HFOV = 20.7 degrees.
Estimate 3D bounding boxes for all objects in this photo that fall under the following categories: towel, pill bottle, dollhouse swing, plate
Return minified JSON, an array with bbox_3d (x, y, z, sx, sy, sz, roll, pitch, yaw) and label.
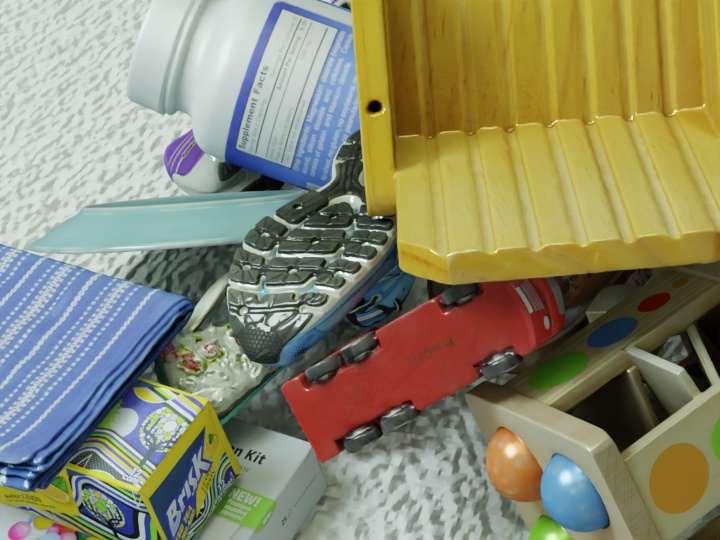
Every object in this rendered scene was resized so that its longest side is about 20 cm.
[{"bbox_3d":[-0.203,0.040,1.073,0.199,0.024,0.145,15,50,33],"label":"towel"},{"bbox_3d":[-0.035,-0.108,1.194,0.198,0.112,0.113,19,49,3],"label":"pill bottle"},{"bbox_3d":[0.095,-0.100,0.970,0.198,0.184,0.176,-4,8,3],"label":"dollhouse swing"},{"bbox_3d":[-0.098,-0.031,1.175,0.198,0.026,0.200,-4,5,0],"label":"plate"}]

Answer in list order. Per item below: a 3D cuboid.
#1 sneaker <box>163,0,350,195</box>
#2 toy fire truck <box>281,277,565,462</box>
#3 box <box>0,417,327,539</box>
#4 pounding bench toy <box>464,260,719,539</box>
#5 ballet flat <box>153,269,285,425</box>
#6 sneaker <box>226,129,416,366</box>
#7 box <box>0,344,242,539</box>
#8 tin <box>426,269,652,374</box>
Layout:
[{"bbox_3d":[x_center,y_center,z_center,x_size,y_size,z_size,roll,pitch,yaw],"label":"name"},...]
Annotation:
[{"bbox_3d":[-0.056,-0.124,1.310,0.083,0.081,0.200,22,55,40],"label":"sneaker"},{"bbox_3d":[0.032,0.044,1.024,0.199,0.049,0.141,-31,-2,31],"label":"toy fire truck"},{"bbox_3d":[-0.133,0.157,1.069,0.155,0.041,0.200,15,50,30],"label":"box"},{"bbox_3d":[0.133,0.084,1.001,0.155,0.125,0.200,-33,21,-16],"label":"pounding bench toy"},{"bbox_3d":[-0.048,0.019,1.128,0.075,0.064,0.200,-32,6,42],"label":"ballet flat"},{"bbox_3d":[0.000,0.000,1.065,0.078,0.091,0.200,9,33,28],"label":"sneaker"},{"bbox_3d":[-0.168,0.089,1.074,0.199,0.065,0.070,14,50,32],"label":"box"},{"bbox_3d":[0.124,-0.027,1.152,0.112,0.042,0.200,37,79,32],"label":"tin"}]
